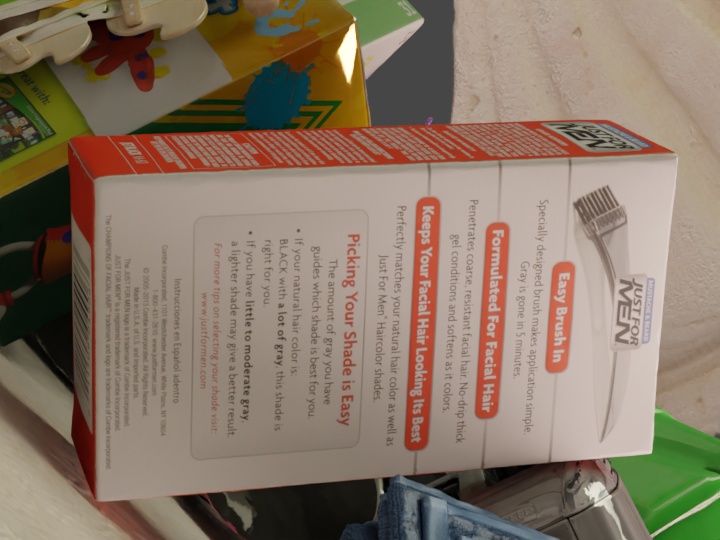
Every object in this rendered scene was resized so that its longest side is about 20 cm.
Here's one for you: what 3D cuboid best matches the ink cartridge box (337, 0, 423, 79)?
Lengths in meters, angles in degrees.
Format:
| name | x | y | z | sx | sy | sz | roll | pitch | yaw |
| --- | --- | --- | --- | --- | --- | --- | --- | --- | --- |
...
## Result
| name | x | y | z | sx | sy | sz | roll | pitch | yaw |
| --- | --- | --- | --- | --- | --- | --- | --- | --- | --- |
| ink cartridge box | -0.007 | -0.118 | 0.854 | 0.048 | 0.200 | 0.146 | 48 | 25 | 1 |

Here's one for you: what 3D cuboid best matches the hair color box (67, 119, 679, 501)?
| name | x | y | z | sx | sy | sz | roll | pitch | yaw |
| --- | --- | --- | --- | --- | --- | --- | --- | --- | --- |
| hair color box | 0.003 | 0.010 | 0.647 | 0.064 | 0.199 | 0.112 | -133 | -137 | -67 |

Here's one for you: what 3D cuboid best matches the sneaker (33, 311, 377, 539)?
| name | x | y | z | sx | sy | sz | roll | pitch | yaw |
| --- | --- | --- | --- | --- | --- | --- | --- | --- | --- |
| sneaker | -0.079 | 0.043 | 0.794 | 0.200 | 0.080 | 0.086 | 55 | -12 | 0 |

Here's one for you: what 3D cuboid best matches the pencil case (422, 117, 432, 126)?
| name | x | y | z | sx | sy | sz | roll | pitch | yaw |
| --- | --- | --- | --- | --- | --- | --- | --- | --- | --- |
| pencil case | 0.000 | 0.000 | 0.898 | 0.085 | 0.200 | 0.084 | 39 | -46 | 18 |

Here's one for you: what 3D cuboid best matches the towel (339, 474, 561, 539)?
| name | x | y | z | sx | sy | sz | roll | pitch | yaw |
| --- | --- | --- | --- | --- | --- | --- | --- | --- | --- |
| towel | 0.077 | 0.142 | 0.569 | 0.199 | 0.048 | 0.112 | 25 | 57 | -33 |

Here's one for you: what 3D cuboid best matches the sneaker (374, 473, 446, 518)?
| name | x | y | z | sx | sy | sz | roll | pitch | yaw |
| --- | --- | --- | --- | --- | --- | --- | --- | --- | --- |
| sneaker | 0.036 | 0.104 | 0.922 | 0.072 | 0.082 | 0.201 | 70 | 7 | -72 |

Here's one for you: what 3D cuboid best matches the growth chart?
| name | x | y | z | sx | sy | sz | roll | pitch | yaw |
| --- | --- | --- | --- | --- | --- | --- | --- | --- | --- |
| growth chart | -0.137 | -0.116 | 0.708 | 0.018 | 0.199 | 0.145 | 82 | -5 | -46 |

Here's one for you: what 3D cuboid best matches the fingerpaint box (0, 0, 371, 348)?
| name | x | y | z | sx | sy | sz | roll | pitch | yaw |
| --- | --- | --- | --- | --- | --- | --- | --- | --- | --- |
| fingerpaint box | -0.118 | -0.087 | 0.741 | 0.200 | 0.166 | 0.074 | 46 | -24 | 37 |

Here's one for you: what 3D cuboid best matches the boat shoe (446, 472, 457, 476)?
| name | x | y | z | sx | sy | sz | roll | pitch | yaw |
| --- | --- | --- | --- | --- | --- | --- | --- | --- | --- |
| boat shoe | 0.022 | 0.032 | 0.803 | 0.202 | 0.072 | 0.060 | 41 | -12 | -24 |

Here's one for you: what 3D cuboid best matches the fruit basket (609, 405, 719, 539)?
| name | x | y | z | sx | sy | sz | roll | pitch | yaw |
| --- | --- | --- | --- | --- | --- | --- | --- | --- | --- |
| fruit basket | 0.127 | 0.171 | 0.917 | 0.215 | 0.155 | 0.216 | 39 | -38 | 39 |

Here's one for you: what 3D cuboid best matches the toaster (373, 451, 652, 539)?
| name | x | y | z | sx | sy | sz | roll | pitch | yaw |
| --- | --- | --- | --- | --- | --- | --- | --- | --- | --- |
| toaster | 0.070 | 0.138 | 0.723 | 0.200 | 0.113 | 0.130 | 3 | 63 | -86 |
